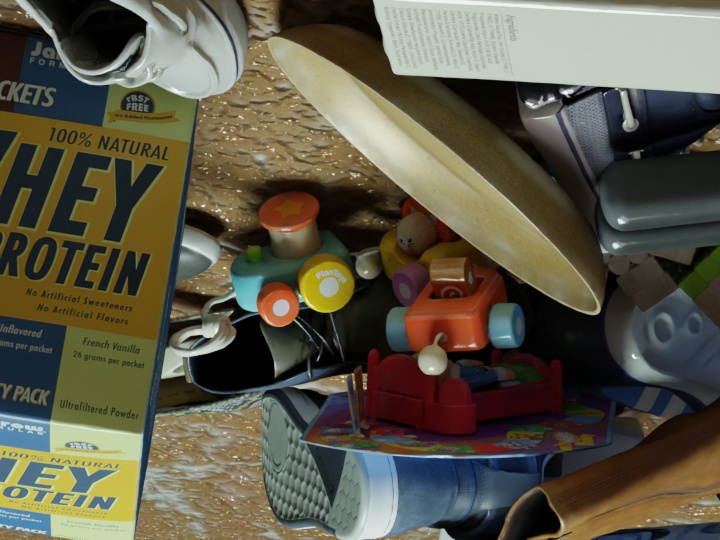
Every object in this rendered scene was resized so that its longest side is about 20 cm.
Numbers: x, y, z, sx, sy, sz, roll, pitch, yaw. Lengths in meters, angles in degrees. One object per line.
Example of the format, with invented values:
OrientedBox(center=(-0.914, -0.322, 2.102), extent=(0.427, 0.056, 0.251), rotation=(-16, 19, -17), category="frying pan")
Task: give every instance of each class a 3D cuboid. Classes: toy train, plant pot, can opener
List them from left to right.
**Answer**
OrientedBox(center=(0.000, 0.000, 1.504), extent=(0.199, 0.150, 0.056), rotation=(-1, 113, 25), category="toy train")
OrientedBox(center=(0.041, -0.053, 1.345), extent=(0.200, 0.028, 0.200), rotation=(40, 174, 5), category="plant pot")
OrientedBox(center=(0.202, -0.053, 1.302), extent=(0.199, 0.067, 0.053), rotation=(-6, 156, -3), category="can opener")

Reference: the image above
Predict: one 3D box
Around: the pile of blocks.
OrientedBox(center=(0.141, -0.026, 1.477), extent=(0.199, 0.082, 0.062), rotation=(19, -160, -5), category="pile of blocks")

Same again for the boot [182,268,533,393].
OrientedBox(center=(-0.004, 0.040, 1.590), extent=(0.199, 0.075, 0.097), rotation=(-5, -163, 41), category="boot")

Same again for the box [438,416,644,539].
OrientedBox(center=(0.104, 0.156, 1.723), extent=(0.106, 0.153, 0.200), rotation=(11, -179, 5), category="box")

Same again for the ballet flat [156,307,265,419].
OrientedBox(center=(-0.126, 0.056, 1.701), extent=(0.199, 0.072, 0.072), rotation=(-9, 166, -24), category="ballet flat")

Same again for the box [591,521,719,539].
OrientedBox(center=(0.132, 0.165, 1.541), extent=(0.199, 0.042, 0.119), rotation=(-4, -176, 17), category="box")

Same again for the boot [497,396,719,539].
OrientedBox(center=(0.156, 0.117, 1.480), extent=(0.199, 0.069, 0.188), rotation=(-28, 169, -20), category="boot")

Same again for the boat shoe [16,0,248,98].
OrientedBox(center=(-0.109, -0.115, 1.298), extent=(0.072, 0.066, 0.200), rotation=(0, 158, 19), category="boat shoe")

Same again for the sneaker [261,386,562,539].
OrientedBox(center=(0.032, 0.106, 1.602), extent=(0.145, 0.077, 0.202), rotation=(-4, -170, -21), category="sneaker")

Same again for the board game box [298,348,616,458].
OrientedBox(center=(0.054, 0.060, 1.502), extent=(0.157, 0.039, 0.200), rotation=(1, -172, 7), category="board game box")

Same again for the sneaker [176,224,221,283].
OrientedBox(center=(-0.169, 0.025, 1.642), extent=(0.199, 0.100, 0.071), rotation=(-6, 154, 28), category="sneaker")

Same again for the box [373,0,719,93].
OrientedBox(center=(0.108, -0.121, 1.203), extent=(0.199, 0.069, 0.082), rotation=(4, 159, 8), category="box")

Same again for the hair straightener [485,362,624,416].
OrientedBox(center=(0.070, 0.057, 1.714), extent=(0.199, 0.041, 0.077), rotation=(8, 161, -17), category="hair straightener")

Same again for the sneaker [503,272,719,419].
OrientedBox(center=(0.161, 0.050, 1.636), extent=(0.200, 0.081, 0.146), rotation=(21, 164, -40), category="sneaker")

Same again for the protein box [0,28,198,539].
OrientedBox(center=(-0.162, 0.011, 1.460), extent=(0.134, 0.200, 0.200), rotation=(9, 159, -2), category="protein box")

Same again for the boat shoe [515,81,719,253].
OrientedBox(center=(0.136, -0.066, 1.336), extent=(0.092, 0.075, 0.200), rotation=(-10, 160, 14), category="boat shoe")
